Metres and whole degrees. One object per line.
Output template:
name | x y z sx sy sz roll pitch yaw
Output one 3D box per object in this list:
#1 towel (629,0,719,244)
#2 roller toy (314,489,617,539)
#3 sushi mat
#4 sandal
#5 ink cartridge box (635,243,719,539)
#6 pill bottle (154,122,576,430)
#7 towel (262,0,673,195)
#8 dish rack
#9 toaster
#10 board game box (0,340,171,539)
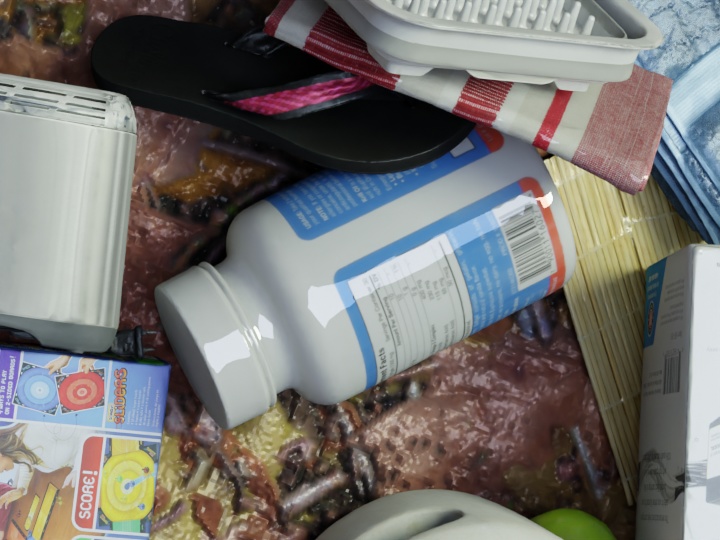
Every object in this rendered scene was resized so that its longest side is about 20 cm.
towel | 0.180 -0.116 1.540 0.112 0.049 0.200 -36 98 -14
roller toy | 0.048 0.214 1.493 0.182 0.140 0.201 14 91 -16
sushi mat | 0.159 0.019 1.574 0.095 0.012 0.201 -20 100 -14
sandal | -0.039 -0.098 1.448 0.199 0.075 0.045 12 136 5
ink cartridge box | 0.193 0.093 1.488 0.083 0.145 0.201 3 85 -4
pill bottle | 0.000 0.000 1.476 0.200 0.112 0.113 -26 101 -12
towel | 0.058 -0.102 1.445 0.199 0.144 0.023 23 114 3
dish rack | 0.038 -0.144 1.432 0.171 0.200 0.044 4 118 -31
toaster | -0.188 -0.031 1.418 0.199 0.114 0.130 9 90 -14
board game box | -0.176 0.138 1.475 0.135 0.034 0.201 7 93 -16
